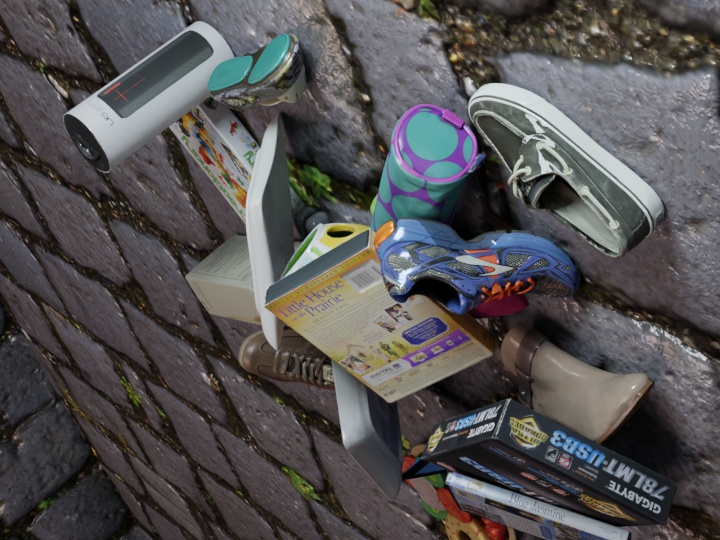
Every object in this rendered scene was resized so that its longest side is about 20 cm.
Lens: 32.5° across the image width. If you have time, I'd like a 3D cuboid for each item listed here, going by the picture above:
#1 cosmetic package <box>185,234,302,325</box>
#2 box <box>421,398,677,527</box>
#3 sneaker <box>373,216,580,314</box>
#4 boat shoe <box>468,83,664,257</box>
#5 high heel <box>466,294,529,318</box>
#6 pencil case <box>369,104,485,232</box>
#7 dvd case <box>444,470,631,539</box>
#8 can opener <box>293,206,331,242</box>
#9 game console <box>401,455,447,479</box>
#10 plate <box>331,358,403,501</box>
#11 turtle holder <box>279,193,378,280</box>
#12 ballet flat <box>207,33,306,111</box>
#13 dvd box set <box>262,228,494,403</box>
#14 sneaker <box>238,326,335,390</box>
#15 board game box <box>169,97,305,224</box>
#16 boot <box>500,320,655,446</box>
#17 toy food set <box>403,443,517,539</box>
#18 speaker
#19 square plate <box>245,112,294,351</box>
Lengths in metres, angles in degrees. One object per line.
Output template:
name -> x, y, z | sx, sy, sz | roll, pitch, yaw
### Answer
cosmetic package -> -0.142, 0.012, 1.665 | 0.200, 0.105, 0.071 | 10, 136, 58
box -> 0.187, 0.204, 1.261 | 0.199, 0.050, 0.198 | 27, 159, -11
sneaker -> 0.109, 0.008, 1.159 | 0.199, 0.079, 0.075 | 6, 152, -6
boat shoe -> 0.159, -0.086, 1.040 | 0.200, 0.064, 0.071 | 39, 154, 24
high heel -> 0.112, 0.048, 1.322 | 0.096, 0.067, 0.200 | 37, 159, 7
pencil case -> 0.060, -0.071, 1.198 | 0.085, 0.092, 0.200 | 41, 154, 14
dvd case -> 0.193, 0.269, 1.332 | 0.199, 0.018, 0.143 | 16, 162, 17
can opener -> -0.037, 0.015, 1.540 | 0.053, 0.066, 0.201 | 23, 140, 48
game console -> 0.164, 0.250, 1.452 | 0.171, 0.118, 0.200 | 47, 157, 7
plate -> 0.011, 0.152, 1.477 | 0.200, 0.032, 0.201 | 59, -160, -56
turtle holder -> -0.006, 0.009, 1.347 | 0.132, 0.141, 0.185 | 36, 143, -9
ballet flat -> -0.096, -0.209, 1.329 | 0.072, 0.072, 0.200 | 58, 155, -17
dvd box set -> 0.020, 0.052, 1.261 | 0.146, 0.029, 0.200 | -30, 126, 32
sneaker -> -0.057, 0.118, 1.602 | 0.075, 0.199, 0.071 | 21, 101, 61
board game box -> -0.160, -0.136, 1.563 | 0.200, 0.035, 0.126 | 52, 157, -3
boot -> 0.206, 0.107, 1.236 | 0.146, 0.070, 0.200 | 46, 155, 16
toy food set -> 0.133, 0.316, 1.689 | 0.198, 0.049, 0.200 | 45, 156, 13
speaker -> -0.238, -0.198, 1.404 | 0.081, 0.200, 0.081 | 39, 154, 23
square plate -> -0.102, -0.046, 1.398 | 0.028, 0.200, 0.199 | -2, 125, 4
